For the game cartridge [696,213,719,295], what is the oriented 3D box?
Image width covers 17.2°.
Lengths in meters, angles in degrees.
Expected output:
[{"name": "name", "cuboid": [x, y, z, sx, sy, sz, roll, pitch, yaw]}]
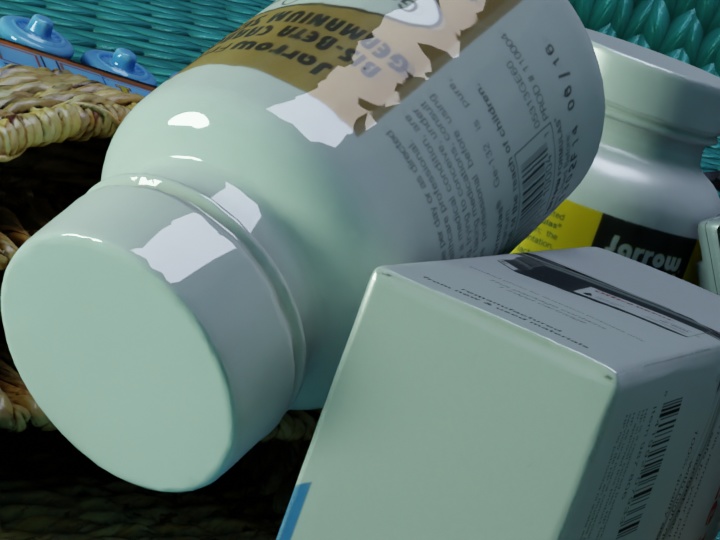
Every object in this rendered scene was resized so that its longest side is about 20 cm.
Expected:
[{"name": "game cartridge", "cuboid": [0.239, 0.020, 1.001, 0.199, 0.134, 0.040, -16, 13, -22]}]

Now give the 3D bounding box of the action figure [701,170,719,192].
[{"name": "action figure", "cuboid": [0.188, 0.026, 1.073, 0.118, 0.201, 0.102, 21, 9, 10]}]

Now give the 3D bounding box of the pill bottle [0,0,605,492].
[{"name": "pill bottle", "cuboid": [-0.017, -0.022, 0.753, 0.114, 0.115, 0.200, 24, 43, 24]}]

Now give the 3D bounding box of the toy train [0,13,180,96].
[{"name": "toy train", "cuboid": [-0.137, -0.073, 1.314, 0.199, 0.087, 0.114, 17, 20, -24]}]

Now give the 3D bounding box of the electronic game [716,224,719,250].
[{"name": "electronic game", "cuboid": [0.206, 0.049, 0.862, 0.200, 0.042, 0.200, 43, 2, -2]}]

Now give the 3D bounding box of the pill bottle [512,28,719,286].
[{"name": "pill bottle", "cuboid": [0.086, 0.003, 1.008, 0.112, 0.201, 0.112, 18, 11, -4]}]

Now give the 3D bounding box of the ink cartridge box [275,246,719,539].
[{"name": "ink cartridge box", "cuboid": [0.053, 0.075, 0.749, 0.084, 0.146, 0.200, 24, 11, 21]}]

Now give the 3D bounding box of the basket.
[{"name": "basket", "cuboid": [-0.080, 0.017, 0.804, 0.199, 0.144, 0.149, 9, 14, -43]}]
